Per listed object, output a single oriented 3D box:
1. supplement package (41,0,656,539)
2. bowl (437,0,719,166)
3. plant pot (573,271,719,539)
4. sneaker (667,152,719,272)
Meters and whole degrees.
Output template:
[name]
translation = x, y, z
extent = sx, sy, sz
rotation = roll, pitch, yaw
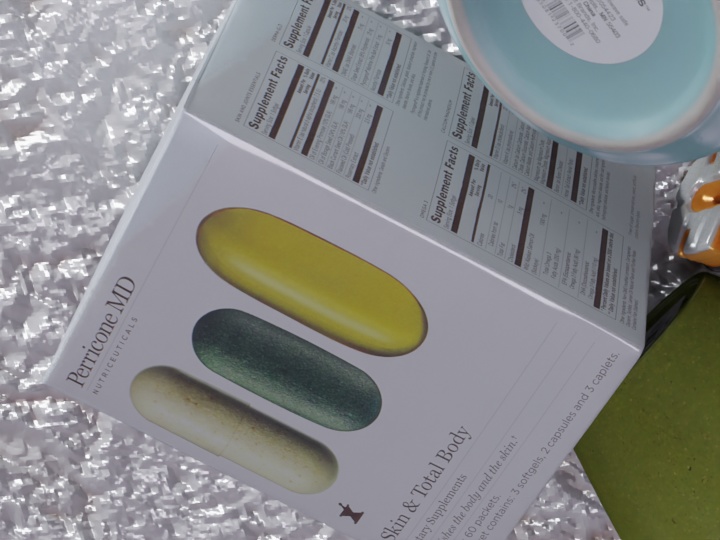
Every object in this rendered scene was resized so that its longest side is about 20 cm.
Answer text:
[supplement package]
translation = 0.000, 0.000, 0.841
extent = 0.199, 0.151, 0.152
rotation = 27, 122, -7
[bowl]
translation = 0.104, -0.118, 0.737
extent = 0.200, 0.105, 0.202
rotation = 21, 136, 22
[plant pot]
translation = 0.191, 0.101, 0.871
extent = 0.200, 0.187, 0.187
rotation = 44, 120, 1
[sneaker]
translation = 0.216, -0.031, 0.806
extent = 0.077, 0.079, 0.200
rotation = 33, 157, -24
